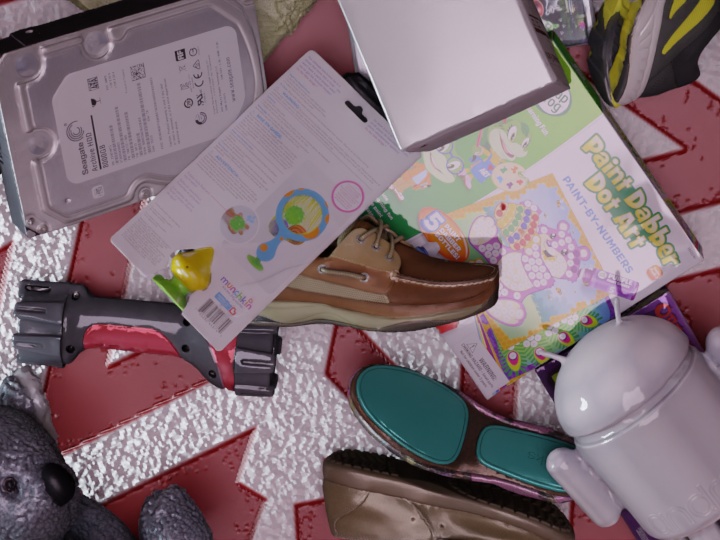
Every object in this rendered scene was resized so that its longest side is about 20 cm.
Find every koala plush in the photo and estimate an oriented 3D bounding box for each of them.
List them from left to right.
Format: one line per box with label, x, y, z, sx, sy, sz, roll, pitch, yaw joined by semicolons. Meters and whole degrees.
koala plush;-0.246;0.185;1.476;0.183;0.177;0.201;-13;114;46

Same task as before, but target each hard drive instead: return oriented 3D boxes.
hard drive;-0.160;-0.118;1.407;0.199;0.038;0.140;-19;120;-23

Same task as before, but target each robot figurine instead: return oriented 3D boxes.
robot figurine;0.219;0.114;1.464;0.169;0.113;0.200;-39;100;5

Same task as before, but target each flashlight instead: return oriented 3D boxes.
flashlight;-0.159;0.055;1.511;0.199;0.068;0.068;4;135;2

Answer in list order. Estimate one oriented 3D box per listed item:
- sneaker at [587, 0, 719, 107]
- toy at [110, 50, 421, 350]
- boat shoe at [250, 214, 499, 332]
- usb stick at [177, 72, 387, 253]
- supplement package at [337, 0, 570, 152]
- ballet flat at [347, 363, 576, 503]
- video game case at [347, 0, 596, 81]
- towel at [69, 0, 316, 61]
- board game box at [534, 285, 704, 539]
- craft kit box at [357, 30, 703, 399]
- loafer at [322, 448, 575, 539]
sneaker;0.222;-0.209;1.427;0.084;0.075;0.201;-9;136;-27
toy;-0.066;-0.047;1.429;0.200;0.047;0.115;-43;76;-11
boat shoe;0.000;0.000;1.454;0.199;0.076;0.074;0;105;11
usb stick;-0.055;-0.065;1.490;0.055;0.033;0.200;40;105;-21
supplement package;0.051;-0.195;1.385;0.116;0.117;0.201;-23;89;11
ballet flat;0.078;0.130;1.520;0.199;0.071;0.069;20;71;-6
video game case;0.070;-0.251;1.466;0.181;0.023;0.201;-9;101;3
towel;-0.134;-0.224;1.467;0.200;0.036;0.149;38;99;-6
board game box;0.232;0.126;1.538;0.120;0.032;0.201;-29;101;10
craft kit box;0.118;-0.038;1.487;0.197;0.049;0.200;-35;99;12
loafer;0.064;0.190;1.534;0.199;0.076;0.068;15;104;6
